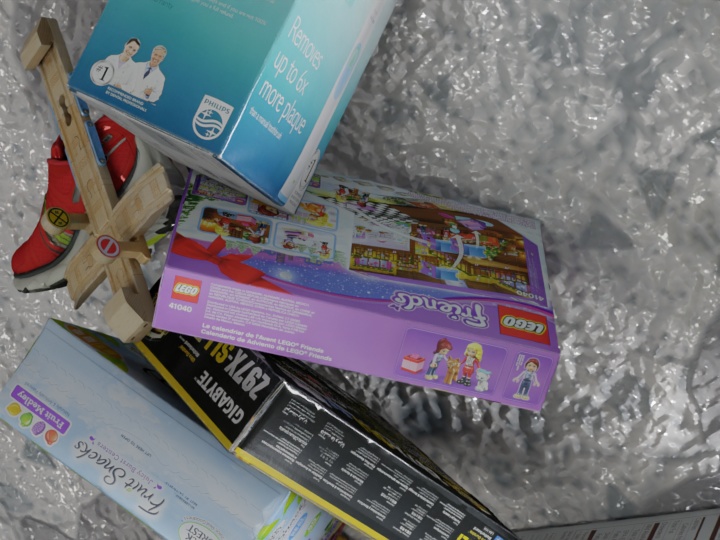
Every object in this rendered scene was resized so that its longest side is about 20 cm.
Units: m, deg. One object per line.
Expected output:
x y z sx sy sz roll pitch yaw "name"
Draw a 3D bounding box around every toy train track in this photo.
-0.157 -0.053 0.805 0.115 0.032 0.201 -43 59 40 "toy train track"

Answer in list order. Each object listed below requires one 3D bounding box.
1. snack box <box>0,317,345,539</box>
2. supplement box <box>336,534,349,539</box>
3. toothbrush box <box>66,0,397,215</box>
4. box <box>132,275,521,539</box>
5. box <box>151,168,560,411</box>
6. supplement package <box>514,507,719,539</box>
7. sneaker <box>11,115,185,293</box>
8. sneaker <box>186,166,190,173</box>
-0.099 0.108 0.865 0.168 0.200 0.068 33 88 15 "snack box"
-0.078 0.260 0.934 0.103 0.200 0.131 27 123 12 "supplement box"
-0.039 -0.143 0.707 0.085 0.146 0.201 24 86 13 "toothbrush box"
-0.022 0.090 0.811 0.200 0.160 0.049 38 91 -36 "box"
0.000 0.000 0.772 0.199 0.137 0.039 13 120 -5 "box"
0.159 0.221 0.850 0.199 0.117 0.117 -13 107 30 "supplement package"
-0.164 -0.043 0.899 0.200 0.077 0.085 -29 81 52 "sneaker"
-0.095 -0.102 0.856 0.084 0.075 0.201 14 127 45 "sneaker"
